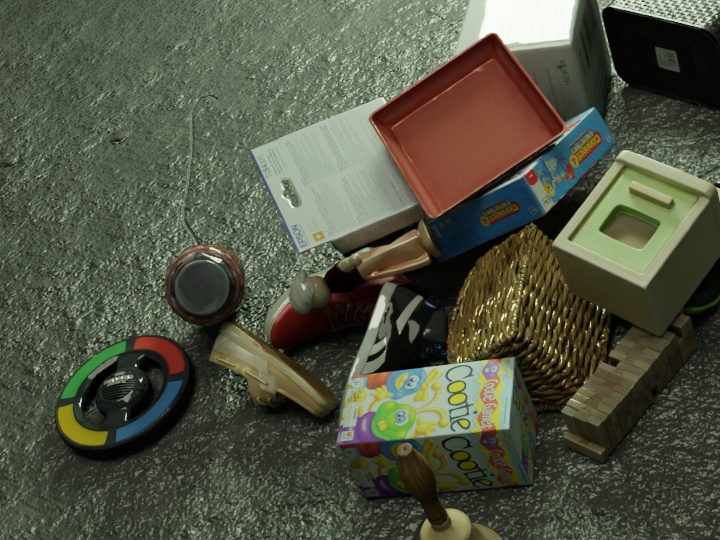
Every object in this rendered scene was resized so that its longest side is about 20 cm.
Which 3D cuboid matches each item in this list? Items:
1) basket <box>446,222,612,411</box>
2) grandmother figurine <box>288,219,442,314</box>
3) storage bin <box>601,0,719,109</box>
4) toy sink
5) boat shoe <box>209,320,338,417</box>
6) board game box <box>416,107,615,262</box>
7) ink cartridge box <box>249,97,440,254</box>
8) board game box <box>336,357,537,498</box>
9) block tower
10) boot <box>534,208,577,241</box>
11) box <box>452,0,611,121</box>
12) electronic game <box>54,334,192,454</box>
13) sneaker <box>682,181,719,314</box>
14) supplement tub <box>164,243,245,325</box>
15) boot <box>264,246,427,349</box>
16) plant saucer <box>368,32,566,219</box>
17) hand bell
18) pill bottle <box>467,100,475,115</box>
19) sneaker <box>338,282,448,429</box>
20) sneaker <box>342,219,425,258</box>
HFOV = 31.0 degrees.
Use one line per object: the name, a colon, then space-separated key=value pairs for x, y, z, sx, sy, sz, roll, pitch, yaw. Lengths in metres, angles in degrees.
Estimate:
basket: x=0.200 y=0.076 z=1.555 sx=0.143 sy=0.149 sz=0.201 roll=-37 pitch=26 yaw=41
grandmother figurine: x=0.000 y=0.000 z=1.629 sx=0.199 sy=0.121 sz=0.061 roll=-25 pitch=69 yaw=9
storage bin: x=0.448 y=-0.320 z=1.803 sx=0.094 sy=0.136 sz=0.200 roll=-42 pitch=42 yaw=-20
toy sink: x=0.332 y=-0.052 z=1.471 sx=0.130 sy=0.112 sz=0.200 roll=29 pitch=71 yaw=37
boat shoe: x=-0.114 y=0.139 z=1.647 sx=0.200 sy=0.074 sz=0.069 roll=33 pitch=92 yaw=33
board game box: x=0.199 y=-0.109 z=1.661 sx=0.200 sy=0.056 sz=0.196 roll=-25 pitch=12 yaw=49
ink cartridge box: x=-0.020 y=-0.117 z=1.687 sx=0.199 sy=0.043 sz=0.197 roll=-23 pitch=54 yaw=-5
board game box: x=0.088 y=0.180 z=1.464 sx=0.199 sy=0.105 sz=0.103 roll=-9 pitch=42 yaw=20
block tower: x=0.303 y=0.120 z=1.457 sx=0.054 sy=0.058 sz=0.200 roll=22 pitch=59 yaw=42
boot: x=0.309 y=-0.066 z=1.652 sx=0.173 sy=0.070 sz=0.200 roll=6 pitch=34 yaw=47
box: x=0.246 y=-0.290 z=1.826 sx=0.170 sy=0.201 sz=0.200 roll=-3 pitch=45 yaw=22
electronic game: x=-0.319 y=0.164 z=1.742 sx=0.199 sy=0.042 sz=0.201 roll=-15 pitch=40 yaw=13
sneaker: x=0.404 y=-0.029 z=1.546 sx=0.076 sy=0.084 sz=0.201 roll=5 pitch=48 yaw=32
supplement tub: x=-0.205 y=0.018 z=1.726 sx=0.106 sy=0.107 sz=0.200 roll=-27 pitch=4 yaw=-3
boot: x=-0.017 y=0.059 z=1.682 sx=0.199 sy=0.073 sz=0.144 roll=-32 pitch=41 yaw=-14
plant saucer: x=0.135 y=-0.177 z=1.630 sx=0.199 sy=0.037 sz=0.200 roll=-33 pitch=53 yaw=5
hand bell: x=0.077 y=0.244 z=1.323 sx=0.103 sy=0.201 sz=0.105 roll=-14 pitch=40 yaw=12
pill bottle: x=0.108 y=-0.174 z=1.764 sx=0.199 sy=0.113 sz=0.113 roll=-12 pitch=37 yaw=45
sneaker: x=0.051 y=0.117 z=1.580 sx=0.111 sy=0.073 sz=0.201 roll=17 pitch=70 yaw=8
sneaker: x=0.064 y=-0.079 z=1.789 sx=0.199 sy=0.077 sz=0.085 roll=-18 pitch=33 yaw=5
